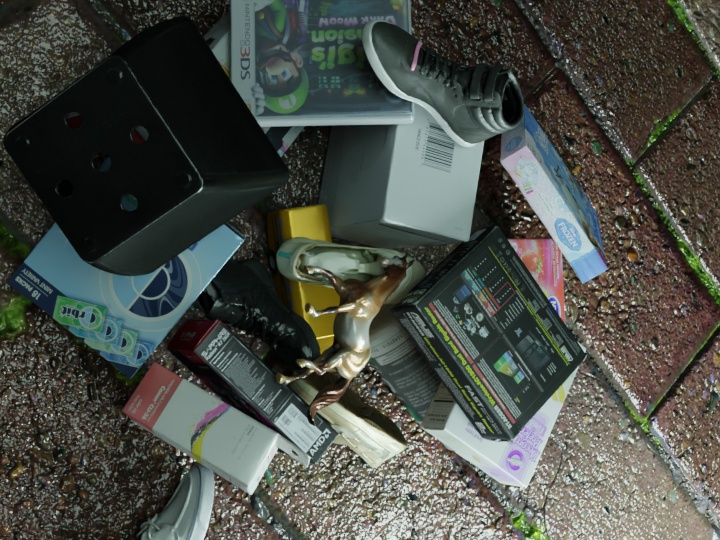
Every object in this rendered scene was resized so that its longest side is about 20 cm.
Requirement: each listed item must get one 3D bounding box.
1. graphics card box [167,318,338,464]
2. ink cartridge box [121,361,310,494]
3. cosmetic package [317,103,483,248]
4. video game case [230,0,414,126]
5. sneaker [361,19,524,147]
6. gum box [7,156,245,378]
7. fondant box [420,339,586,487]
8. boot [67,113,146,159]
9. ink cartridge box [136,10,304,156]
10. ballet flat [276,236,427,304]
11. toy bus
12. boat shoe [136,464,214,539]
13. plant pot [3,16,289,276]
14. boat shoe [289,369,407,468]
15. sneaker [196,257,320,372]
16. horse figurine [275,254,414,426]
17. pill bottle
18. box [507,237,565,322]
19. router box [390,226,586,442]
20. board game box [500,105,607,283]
[{"bbox_3d":[-0.128,0.140,1.044,0.200,0.125,0.051,45,69,-18],"label":"graphics card box"},{"bbox_3d":[-0.157,0.189,0.995,0.199,0.117,0.068,29,73,5],"label":"ink cartridge box"},{"bbox_3d":[0.048,-0.138,1.092,0.122,0.200,0.201,13,83,-27],"label":"cosmetic package"},{"bbox_3d":[-0.043,-0.249,0.977,0.199,0.023,0.183,-1,82,-1],"label":"video game case"},{"bbox_3d":[0.095,-0.206,0.933,0.200,0.099,0.071,34,63,-33],"label":"sneaker"},{"bbox_3d":[-0.255,-0.013,0.983,0.170,0.045,0.200,39,92,-7],"label":"gum box"},{"bbox_3d":[0.180,0.144,1.105,0.144,0.058,0.201,37,70,-21],"label":"fondant box"},{"bbox_3d":[-0.275,-0.131,1.014,0.199,0.072,0.145,-20,99,-28],"label":"boot"},{"bbox_3d":[-0.144,-0.192,1.032,0.146,0.083,0.200,50,54,-27],"label":"ink cartridge box"},{"bbox_3d":[0.000,0.000,1.050,0.199,0.069,0.070,7,86,-22],"label":"ballet flat"},{"bbox_3d":[-0.066,0.023,1.102,0.065,0.078,0.201,-9,93,-25],"label":"toy bus"},{"bbox_3d":[-0.227,0.317,1.022,0.065,0.073,0.201,24,78,-27],"label":"boat shoe"},{"bbox_3d":[-0.211,-0.110,0.848,0.199,0.177,0.200,-32,97,10],"label":"plant pot"},{"bbox_3d":[-0.024,0.187,1.109,0.065,0.072,0.200,-42,126,11],"label":"boat shoe"},{"bbox_3d":[-0.138,0.048,1.045,0.104,0.060,0.200,-12,58,-47],"label":"sneaker"},{"bbox_3d":[-0.022,0.071,1.005,0.132,0.050,0.201,2,107,-43],"label":"horse figurine"},{"bbox_3d":[0.090,0.129,1.153,0.113,0.113,0.200,-43,105,-20],"label":"pill bottle"},{"bbox_3d":[0.212,0.058,1.220,0.094,0.103,0.201,-3,89,-26],"label":"box"},{"bbox_3d":[0.150,0.074,1.030,0.150,0.062,0.200,-41,101,-26],"label":"router box"},{"bbox_3d":[0.260,-0.110,1.207,0.043,0.200,0.199,-32,106,22],"label":"board game box"}]
